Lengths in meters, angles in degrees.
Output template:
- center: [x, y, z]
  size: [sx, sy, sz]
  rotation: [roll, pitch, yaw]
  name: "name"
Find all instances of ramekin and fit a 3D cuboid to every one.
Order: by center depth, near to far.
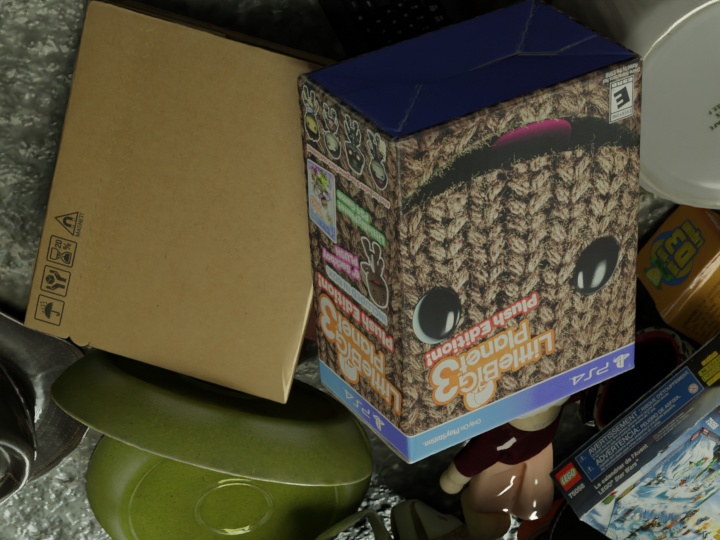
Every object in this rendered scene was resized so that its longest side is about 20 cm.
- center: [0.211, -0.124, 1.120]
  size: [0.201, 0.095, 0.203]
  rotation: [-5, 132, -5]
  name: "ramekin"

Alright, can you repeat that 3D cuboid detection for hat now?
- center: [-0.266, 0.106, 1.256]
  size: [0.199, 0.081, 0.201]
  rotation: [-4, 133, -5]
  name: "hat"

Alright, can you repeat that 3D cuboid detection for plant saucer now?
- center: [-0.086, 0.081, 1.200]
  size: [0.199, 0.200, 0.031]
  rotation: [12, 99, -20]
  name: "plant saucer"
- center: [-0.088, 0.154, 1.366]
  size: [0.198, 0.031, 0.201]
  rotation: [-5, 133, -5]
  name: "plant saucer"

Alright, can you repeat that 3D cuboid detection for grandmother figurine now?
- center: [0.107, 0.108, 1.297]
  size: [0.121, 0.060, 0.200]
  rotation: [-43, 160, -19]
  name: "grandmother figurine"

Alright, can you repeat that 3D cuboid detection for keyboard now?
- center: [0.058, -0.103, 1.147]
  size: [0.104, 0.040, 0.200]
  rotation: [-21, 133, 14]
  name: "keyboard"

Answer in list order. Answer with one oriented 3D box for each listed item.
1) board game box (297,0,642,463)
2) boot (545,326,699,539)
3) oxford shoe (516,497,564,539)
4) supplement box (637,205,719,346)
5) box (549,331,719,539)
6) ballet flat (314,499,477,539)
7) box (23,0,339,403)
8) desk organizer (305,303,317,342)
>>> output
- center: [0.062, -0.024, 1.089]
  size: [0.159, 0.097, 0.201]
  rotation: [-21, 126, -25]
  name: "board game box"
- center: [0.172, 0.118, 1.309]
  size: [0.204, 0.074, 0.153]
  rotation: [-47, 149, 15]
  name: "boot"
- center: [0.208, 0.180, 1.412]
  size: [0.199, 0.073, 0.071]
  rotation: [-31, 129, 18]
  name: "oxford shoe"
- center: [0.270, 0.031, 1.286]
  size: [0.199, 0.067, 0.069]
  rotation: [26, 112, -30]
  name: "supplement box"
- center: [0.215, 0.123, 1.251]
  size: [0.137, 0.040, 0.200]
  rotation: [-40, 147, 8]
  name: "box"
- center: [0.026, 0.195, 1.387]
  size: [0.199, 0.066, 0.070]
  rotation: [-8, 173, -45]
  name: "ballet flat"
- center: [-0.094, -0.038, 1.116]
  size: [0.162, 0.021, 0.201]
  rotation: [16, 110, 4]
  name: "box"
- center: [0.000, 0.000, 1.214]
  size: [0.199, 0.072, 0.077]
  rotation: [19, 129, -25]
  name: "desk organizer"
